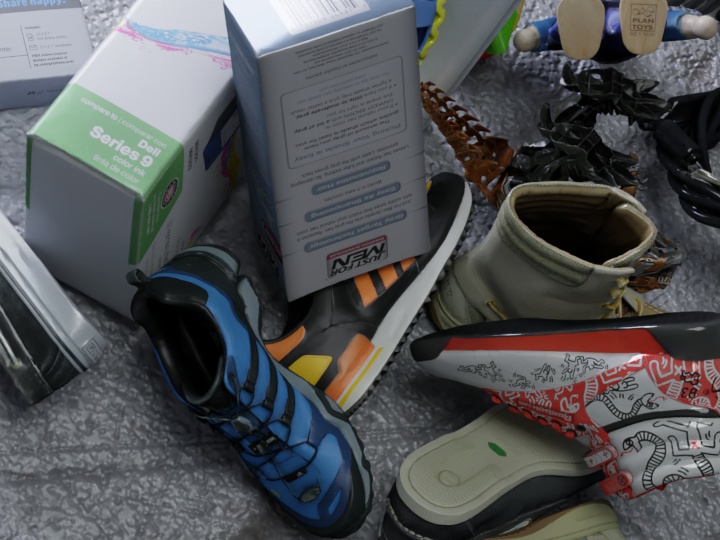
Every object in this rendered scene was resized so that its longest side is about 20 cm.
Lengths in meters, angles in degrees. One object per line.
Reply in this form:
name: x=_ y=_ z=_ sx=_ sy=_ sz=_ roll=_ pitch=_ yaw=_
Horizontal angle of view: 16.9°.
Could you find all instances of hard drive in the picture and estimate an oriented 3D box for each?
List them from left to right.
hard drive: x=0.033 y=-0.189 z=1.556 sx=0.132 sy=0.200 sz=0.027 roll=44 pitch=52 yaw=5

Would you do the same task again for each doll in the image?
doll: x=0.169 y=-0.162 z=1.612 sx=0.136 sy=0.200 sz=0.049 roll=-4 pitch=95 yaw=3

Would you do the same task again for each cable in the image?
cable: x=0.296 y=-0.074 z=1.653 sx=0.199 sy=0.051 sz=0.163 roll=-7 pitch=41 yaw=-33

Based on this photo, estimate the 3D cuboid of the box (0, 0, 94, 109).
box: x=-0.266 y=-0.197 z=1.549 sx=0.155 sy=0.041 sz=0.201 roll=-7 pitch=67 yaw=-23

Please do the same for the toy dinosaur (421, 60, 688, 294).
toy dinosaur: x=0.126 y=-0.057 z=1.563 sx=0.199 sy=0.136 sz=0.102 roll=16 pitch=51 yaw=-20

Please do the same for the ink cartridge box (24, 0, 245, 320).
ink cartridge box: x=-0.118 y=-0.093 z=1.484 sx=0.087 sy=0.145 sz=0.200 roll=27 pitch=58 yaw=9

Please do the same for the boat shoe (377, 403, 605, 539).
boat shoe: x=0.092 y=0.130 z=1.510 sx=0.200 sy=0.068 sz=0.072 roll=-18 pitch=49 yaw=-40

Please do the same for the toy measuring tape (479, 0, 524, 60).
toy measuring tape: x=0.079 y=-0.203 z=1.669 sx=0.073 sy=0.074 sz=0.200 roll=25 pitch=43 yaw=-6

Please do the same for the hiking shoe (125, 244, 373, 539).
hiking shoe: x=-0.072 y=0.082 z=1.443 sx=0.200 sy=0.074 sz=0.087 roll=54 pitch=28 yaw=4

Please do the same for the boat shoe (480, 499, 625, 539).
boat shoe: x=0.085 y=0.198 z=1.464 sx=0.199 sy=0.073 sz=0.063 roll=-20 pitch=70 yaw=-27

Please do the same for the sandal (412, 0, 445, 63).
sandal: x=-0.003 y=-0.133 z=1.518 sx=0.079 sy=0.201 sz=0.087 roll=19 pitch=22 yaw=23

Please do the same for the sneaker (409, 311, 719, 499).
sneaker: x=0.128 y=0.085 z=1.473 sx=0.201 sy=0.067 sz=0.108 roll=-3 pitch=97 yaw=19

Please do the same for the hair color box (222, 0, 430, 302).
hair color box: x=-0.017 y=-0.083 z=1.438 sx=0.099 sy=0.200 sz=0.061 roll=-19 pitch=47 yaw=-13

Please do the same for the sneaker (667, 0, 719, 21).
sneaker: x=0.218 y=-0.246 z=1.709 sx=0.200 sy=0.075 sz=0.116 roll=19 pitch=42 yaw=-46

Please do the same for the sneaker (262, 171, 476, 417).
sneaker: x=0.000 y=0.000 z=1.530 sx=0.090 sy=0.070 sz=0.200 roll=33 pitch=61 yaw=-5

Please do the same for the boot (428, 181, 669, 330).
boot: x=0.158 y=0.015 z=1.529 sx=0.199 sy=0.155 sz=0.072 roll=18 pitch=59 yaw=-11

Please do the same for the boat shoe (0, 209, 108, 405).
boat shoe: x=-0.237 y=-0.005 z=1.448 sx=0.071 sy=0.072 sz=0.200 roll=-40 pitch=72 yaw=-9
